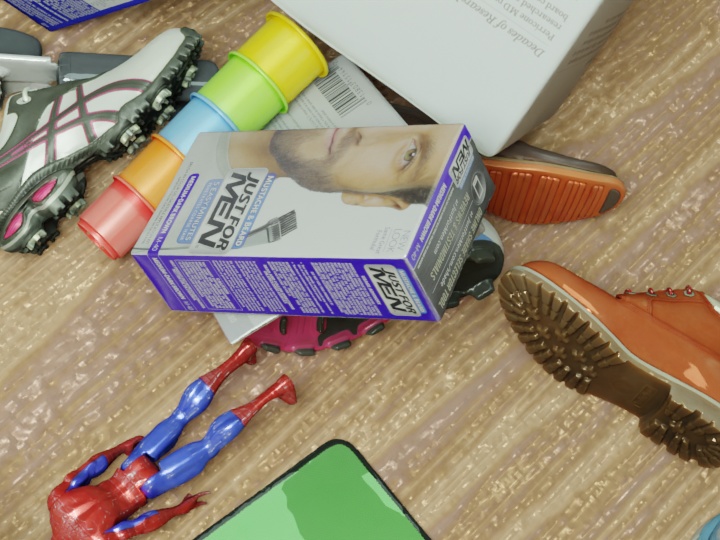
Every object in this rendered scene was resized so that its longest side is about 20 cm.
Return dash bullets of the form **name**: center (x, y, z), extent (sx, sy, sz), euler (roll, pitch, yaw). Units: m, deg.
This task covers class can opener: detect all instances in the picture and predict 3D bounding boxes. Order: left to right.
- **can opener**: center (-0.200, -0.142, 1.145), extent (0.200, 0.053, 0.067), euler (5, 63, -9)

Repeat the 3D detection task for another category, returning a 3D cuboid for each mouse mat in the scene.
- **mouse mat**: center (-0.010, 0.223, 1.032), extent (0.161, 0.008, 0.200), euler (-34, 76, -24)

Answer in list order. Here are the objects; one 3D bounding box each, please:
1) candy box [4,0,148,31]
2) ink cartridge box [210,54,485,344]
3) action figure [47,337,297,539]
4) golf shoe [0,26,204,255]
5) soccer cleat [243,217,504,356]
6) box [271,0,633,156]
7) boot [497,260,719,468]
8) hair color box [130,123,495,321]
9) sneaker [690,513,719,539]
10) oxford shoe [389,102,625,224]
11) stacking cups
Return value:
- **candy box**: center (-0.163, -0.275, 1.126), extent (0.077, 0.200, 0.169), euler (29, 62, -44)
- **ink cartridge box**: center (-0.037, -0.042, 1.085), extent (0.176, 0.045, 0.200), euler (-34, 41, -1)
- **action figure**: center (-0.132, 0.127, 1.030), extent (0.200, 0.052, 0.065), euler (-38, 71, -20)
- **golf shoe**: center (-0.191, -0.103, 1.086), extent (0.088, 0.077, 0.200), euler (43, 81, 3)
- **soccer cleat**: center (0.000, 0.000, 1.118), extent (0.200, 0.070, 0.086), euler (-14, 45, -15)
- **box**: center (0.083, -0.214, 1.129), extent (0.200, 0.171, 0.199), euler (36, 22, 7)
- **boot**: center (0.193, 0.041, 1.131), extent (0.200, 0.075, 0.107), euler (35, 59, -3)
- **hair color box**: center (-0.030, -0.031, 0.991), extent (0.200, 0.065, 0.109), euler (2, 50, 30)
- **sneaker**: center (0.319, 0.157, 1.085), extent (0.200, 0.090, 0.078), euler (-28, 73, -24)
- **oxford shoe**: center (0.096, -0.085, 1.171), extent (0.200, 0.071, 0.073), euler (10, 58, -6)
- **stacking cups**: center (-0.114, -0.093, 1.102), extent (0.200, 0.061, 0.061), euler (-43, 79, -11)
